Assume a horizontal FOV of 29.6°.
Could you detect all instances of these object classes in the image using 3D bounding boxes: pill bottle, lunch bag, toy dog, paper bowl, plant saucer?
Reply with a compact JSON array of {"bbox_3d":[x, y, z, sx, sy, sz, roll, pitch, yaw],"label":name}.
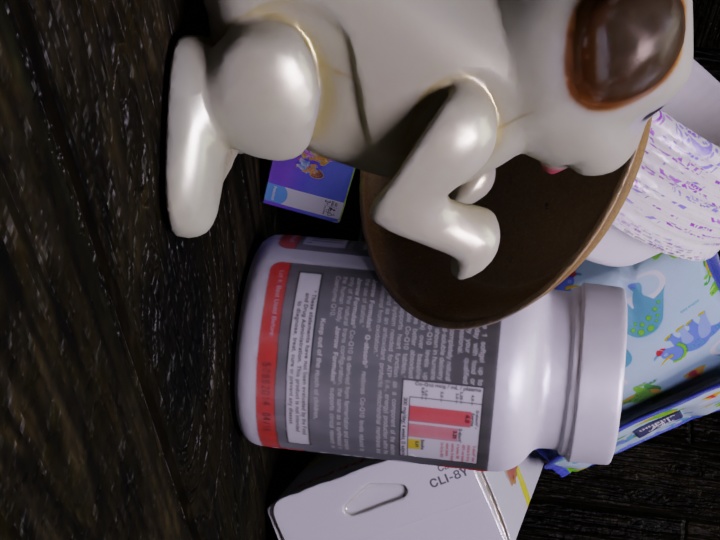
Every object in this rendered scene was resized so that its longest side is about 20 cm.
[{"bbox_3d":[0.039,0.047,0.734,0.116,0.198,0.117,6,90,-84],"label":"pill bottle"},{"bbox_3d":[0.176,0.050,0.926,0.200,0.169,0.128,55,15,-41],"label":"lunch bag"},{"bbox_3d":[0.034,-0.098,0.554,0.140,0.198,0.196,-68,163,-72],"label":"toy dog"},{"bbox_3d":[0.135,-0.083,0.786,0.105,0.200,0.201,-52,-170,26],"label":"paper bowl"},{"bbox_3d":[0.074,-0.067,0.660,0.200,0.035,0.202,-25,-122,47],"label":"plant saucer"}]

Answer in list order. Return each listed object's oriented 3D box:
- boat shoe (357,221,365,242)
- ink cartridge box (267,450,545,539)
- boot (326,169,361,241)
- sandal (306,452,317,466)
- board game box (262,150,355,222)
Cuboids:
[{"bbox_3d":[0.028,-0.023,0.837,0.201,0.063,0.071,85,-5,-55],"label":"boat shoe"},{"bbox_3d":[0.038,0.144,0.928,0.084,0.144,0.200,66,16,-2],"label":"ink cartridge box"},{"bbox_3d":[0.000,0.000,0.996,0.174,0.069,0.202,-135,-123,-88],"label":"boot"},{"bbox_3d":[-0.017,0.168,1.078,0.200,0.042,0.077,18,78,-84],"label":"sandal"},{"bbox_3d":[-0.002,-0.142,0.703,0.201,0.044,0.135,108,-4,-50],"label":"board game box"}]
